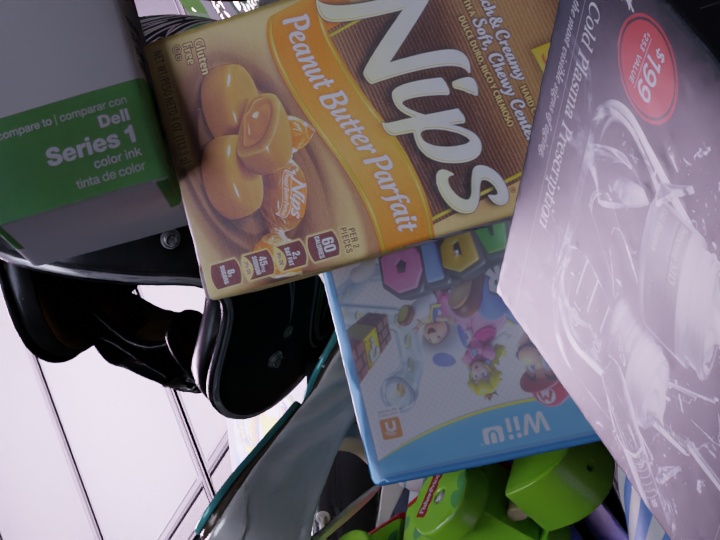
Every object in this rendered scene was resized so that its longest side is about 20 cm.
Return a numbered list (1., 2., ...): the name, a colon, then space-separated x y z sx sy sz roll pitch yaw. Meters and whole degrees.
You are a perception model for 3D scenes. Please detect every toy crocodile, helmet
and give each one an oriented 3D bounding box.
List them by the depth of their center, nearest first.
1. toy crocodile: 0.038 0.127 1.337 0.200 0.067 0.062 -39 31 40
2. helmet: -0.100 -0.036 1.462 0.200 0.199 0.191 48 160 47

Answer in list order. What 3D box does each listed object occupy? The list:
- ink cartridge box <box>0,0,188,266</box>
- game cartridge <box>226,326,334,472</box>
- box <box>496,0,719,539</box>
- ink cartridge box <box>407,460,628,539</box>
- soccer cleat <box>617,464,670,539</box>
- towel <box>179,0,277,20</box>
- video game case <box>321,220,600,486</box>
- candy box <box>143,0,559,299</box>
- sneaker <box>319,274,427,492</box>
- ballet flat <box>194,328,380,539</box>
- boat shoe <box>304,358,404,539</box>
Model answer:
1. ink cartridge box: -0.144 -0.115 1.296 0.145 0.083 0.201 80 174 -83
2. game cartridge: -0.035 0.094 1.604 0.133 0.040 0.201 -134 37 -55
3. box: 0.148 -0.013 1.039 0.182 0.104 0.201 55 150 37
4. ink cartridge box: 0.080 0.177 1.382 0.200 0.040 0.201 54 148 42
5. soccer cleat: 0.146 0.127 1.189 0.086 0.069 0.201 -133 35 -76
6. towel: -0.076 -0.178 1.488 0.150 0.031 0.200 57 165 -21
7. video game case: 0.048 -0.017 1.256 0.018 0.142 0.201 -18 -86 -68
8. candy box: 0.016 -0.068 1.221 0.199 0.055 0.116 -16 89 24
9. sneaker: 0.000 0.000 1.344 0.130 0.080 0.201 16 116 17
10. ballet flat: -0.007 0.073 1.399 0.069 0.200 0.070 23 147 17
11. boat shoe: -0.010 0.143 1.476 0.074 0.060 0.201 -89 5 -78
